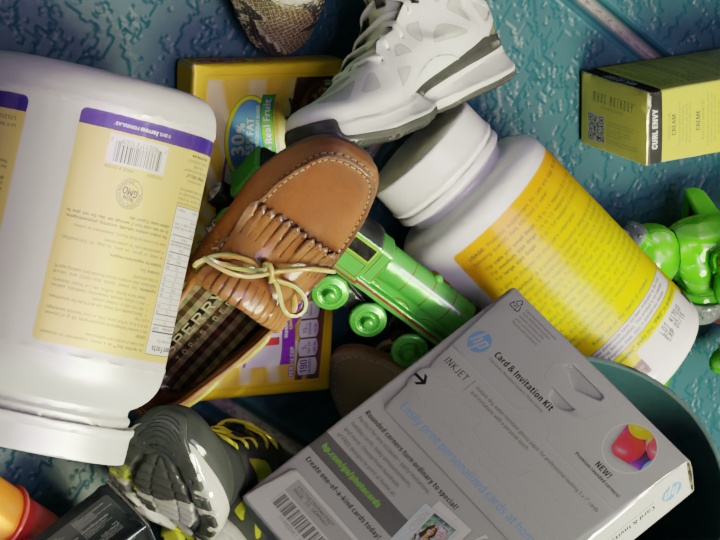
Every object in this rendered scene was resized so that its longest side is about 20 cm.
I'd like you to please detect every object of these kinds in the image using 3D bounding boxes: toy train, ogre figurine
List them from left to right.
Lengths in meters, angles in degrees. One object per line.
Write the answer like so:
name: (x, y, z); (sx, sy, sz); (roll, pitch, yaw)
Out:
toy train: (0.000, 0.000, 1.536); (0.200, 0.042, 0.056); (36, 112, -19)
ogre figurine: (0.221, 0.018, 1.708); (0.199, 0.098, 0.120); (1, 117, 1)

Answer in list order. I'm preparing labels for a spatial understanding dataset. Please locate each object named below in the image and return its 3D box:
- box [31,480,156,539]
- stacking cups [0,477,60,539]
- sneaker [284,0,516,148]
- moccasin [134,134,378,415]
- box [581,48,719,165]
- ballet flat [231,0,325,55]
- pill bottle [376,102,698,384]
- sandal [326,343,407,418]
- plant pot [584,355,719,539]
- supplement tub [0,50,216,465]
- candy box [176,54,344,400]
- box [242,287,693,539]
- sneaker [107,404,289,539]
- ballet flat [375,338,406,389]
box: (-0.187, 0.236, 1.504); (0.200, 0.046, 0.159); (-38, 140, -18)
stacking cups: (-0.242, 0.109, 1.470); (0.200, 0.060, 0.061); (37, 82, -37)
sneaker: (0.007, -0.137, 1.533); (0.200, 0.075, 0.116); (-31, 104, -51)
moccasin: (-0.063, 0.005, 1.468); (0.074, 0.078, 0.201); (40, 114, -21)
box: (0.241, -0.111, 1.698); (0.199, 0.075, 0.050); (-12, 110, -30)
ballet flat: (-0.044, -0.215, 1.495); (0.068, 0.075, 0.201); (-14, 109, -29)
pill bottle: (0.102, -0.005, 1.599); (0.200, 0.109, 0.109); (46, 77, -12)
sandal: (0.033, 0.145, 1.619); (0.212, 0.077, 0.070); (61, 39, -31)
plant pot: (0.118, 0.168, 1.541); (0.200, 0.200, 0.135); (-43, 149, -15)
supplement tub: (-0.164, -0.007, 1.420); (0.145, 0.145, 0.201); (13, 89, -33)
candy box: (-0.062, -0.025, 1.560); (0.102, 0.026, 0.201); (-4, 104, -27)
box: (0.059, 0.124, 1.477); (0.200, 0.156, 0.041); (-38, 149, -11)
sneaker: (-0.087, 0.114, 1.528); (0.085, 0.074, 0.200); (-60, 161, -21)
ballet flat: (0.071, 0.100, 1.656); (0.069, 0.069, 0.200); (-42, 120, -16)
